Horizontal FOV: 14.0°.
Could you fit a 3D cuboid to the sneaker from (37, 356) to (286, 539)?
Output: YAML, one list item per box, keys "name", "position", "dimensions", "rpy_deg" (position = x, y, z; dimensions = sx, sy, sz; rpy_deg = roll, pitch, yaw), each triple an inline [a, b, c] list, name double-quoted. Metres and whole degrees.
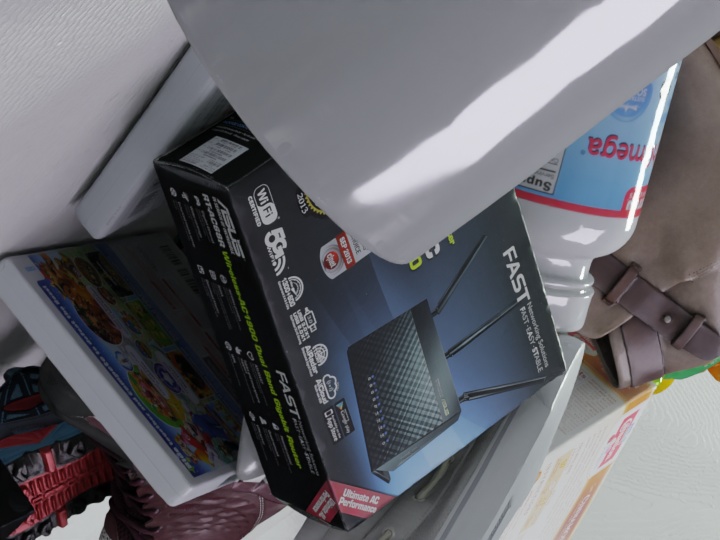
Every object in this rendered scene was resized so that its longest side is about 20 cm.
- name: "sneaker"
  position: [-0.116, 0.113, 1.504]
  dimensions: [0.116, 0.076, 0.200]
  rpy_deg: [-45, 139, 15]

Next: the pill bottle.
- name: "pill bottle"
  position: [0.099, -0.076, 1.493]
  dimensions: [0.109, 0.108, 0.201]
  rpy_deg: [-18, 123, -68]

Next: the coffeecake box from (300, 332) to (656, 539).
- name: "coffeecake box"
  position: [0.054, 0.129, 1.619]
  dimensions: [0.200, 0.073, 0.154]
  rpy_deg: [-28, 152, -43]

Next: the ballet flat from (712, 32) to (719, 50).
- name: "ballet flat"
  position: [0.188, -0.132, 1.746]
  dimensions: [0.069, 0.063, 0.200]
  rpy_deg: [-47, -157, -14]

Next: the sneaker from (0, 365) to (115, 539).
- name: "sneaker"
  position: [-0.152, 0.074, 1.570]
  dimensions: [0.199, 0.096, 0.080]
  rpy_deg: [-21, 137, -26]

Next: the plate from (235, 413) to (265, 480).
- name: "plate"
  position: [0.000, 0.000, 1.483]
  dimensions: [0.199, 0.032, 0.201]
  rpy_deg: [-15, 117, -70]

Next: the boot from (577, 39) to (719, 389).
- name: "boot"
  position: [0.153, -0.035, 1.571]
  dimensions: [0.146, 0.200, 0.070]
  rpy_deg: [-33, -161, 1]

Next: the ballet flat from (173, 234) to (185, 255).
- name: "ballet flat"
  position: [-0.024, -0.024, 1.668]
  dimensions: [0.069, 0.071, 0.200]
  rpy_deg: [-42, 171, 37]

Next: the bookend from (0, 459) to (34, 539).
- name: "bookend"
  position: [-0.295, 0.159, 1.414]
  dimensions: [0.200, 0.092, 0.199]
  rpy_deg: [-43, 169, 35]

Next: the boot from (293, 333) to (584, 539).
- name: "boot"
  position: [0.034, 0.094, 1.458]
  dimensions: [0.200, 0.095, 0.074]
  rpy_deg: [-57, 165, -35]

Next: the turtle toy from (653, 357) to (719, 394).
- name: "turtle toy"
  position: [0.202, -0.020, 1.701]
  dimensions: [0.146, 0.101, 0.201]
  rpy_deg: [60, 45, -57]

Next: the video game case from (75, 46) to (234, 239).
- name: "video game case"
  position: [-0.030, -0.106, 1.373]
  dimensions: [0.182, 0.023, 0.200]
  rpy_deg: [-32, 168, -40]

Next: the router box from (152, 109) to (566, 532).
- name: "router box"
  position: [0.004, 0.000, 1.376]
  dimensions: [0.150, 0.201, 0.062]
  rpy_deg: [-35, -146, -27]

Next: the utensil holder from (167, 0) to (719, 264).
- name: "utensil holder"
  position: [0.046, -0.124, 1.111]
  dimensions: [0.200, 0.170, 0.170]
  rpy_deg: [-38, 172, 13]

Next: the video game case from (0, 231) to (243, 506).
- name: "video game case"
  position: [-0.097, 0.045, 1.466]
  dimensions: [0.018, 0.143, 0.200]
  rpy_deg: [-42, 171, 16]
